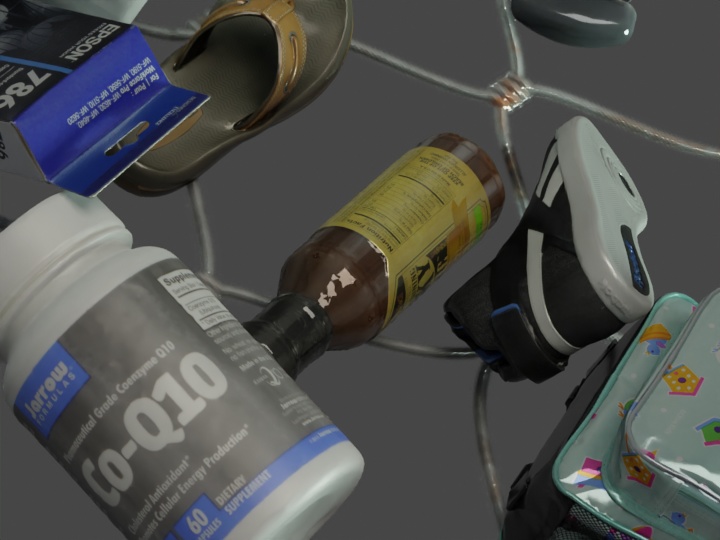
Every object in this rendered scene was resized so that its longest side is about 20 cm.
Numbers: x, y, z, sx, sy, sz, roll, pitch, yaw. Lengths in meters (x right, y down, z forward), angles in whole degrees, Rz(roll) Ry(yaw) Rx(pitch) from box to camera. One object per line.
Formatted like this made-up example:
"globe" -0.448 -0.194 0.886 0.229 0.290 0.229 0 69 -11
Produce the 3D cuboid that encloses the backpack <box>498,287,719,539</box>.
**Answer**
"backpack" 0.199 0.121 1.497 0.200 0.153 0.176 39 48 -2

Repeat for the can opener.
"can opener" 0.071 -0.188 1.703 0.199 0.053 0.067 19 53 -7

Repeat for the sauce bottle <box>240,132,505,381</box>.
"sauce bottle" 0.000 0.000 1.542 0.065 0.065 0.200 42 51 8

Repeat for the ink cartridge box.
"ink cartridge box" -0.183 -0.097 1.492 0.200 0.039 0.099 16 44 34

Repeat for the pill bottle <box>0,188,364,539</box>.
"pill bottle" -0.103 0.061 1.439 0.200 0.114 0.114 46 55 12

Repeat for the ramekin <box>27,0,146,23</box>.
"ramekin" -0.126 -0.217 1.562 0.098 0.200 0.201 33 53 -8

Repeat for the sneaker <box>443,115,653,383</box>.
"sneaker" 0.094 -0.009 1.588 0.073 0.112 0.200 51 17 -18

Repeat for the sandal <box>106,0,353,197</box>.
"sandal" -0.070 -0.116 1.601 0.082 0.055 0.200 44 55 10
